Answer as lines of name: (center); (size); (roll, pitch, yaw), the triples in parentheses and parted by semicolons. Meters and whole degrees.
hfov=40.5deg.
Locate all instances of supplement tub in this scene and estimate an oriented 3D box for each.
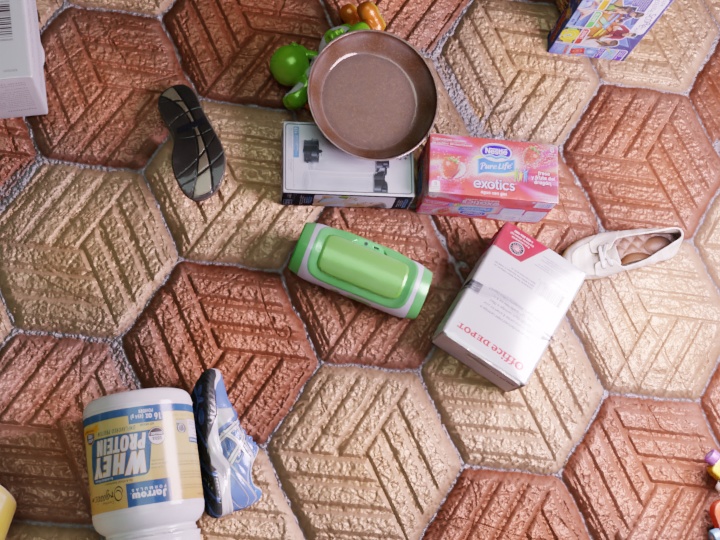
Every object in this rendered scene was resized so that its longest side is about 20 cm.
supplement tub: (-0.280, 0.264, 1.270); (0.143, 0.145, 0.202); (-8, 76, -10)

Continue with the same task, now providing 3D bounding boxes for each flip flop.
flip flop: (-0.250, -0.187, 1.451); (0.081, 0.058, 0.201); (-20, 63, -8)

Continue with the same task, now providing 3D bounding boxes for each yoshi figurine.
yoshi figurine: (-0.063, -0.340, 1.497); (0.112, 0.113, 0.200); (35, 74, 19)

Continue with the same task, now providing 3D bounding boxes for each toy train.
toy train: (0.578, 0.319, 1.434); (0.199, 0.056, 0.151); (-22, 80, -10)

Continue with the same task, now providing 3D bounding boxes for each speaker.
speaker: (0.000, 0.000, 1.417); (0.199, 0.088, 0.089); (22, 73, -2)

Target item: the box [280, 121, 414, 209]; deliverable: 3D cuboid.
box: (-0.020, -0.159, 1.470); (0.198, 0.060, 0.118); (3, 74, -8)

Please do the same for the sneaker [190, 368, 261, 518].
sneaker: (-0.187, 0.234, 1.341); (0.076, 0.076, 0.202); (-1, 74, -32)

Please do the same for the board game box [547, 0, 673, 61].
board game box: (0.387, -0.394, 1.523); (0.134, 0.200, 0.035); (5, 74, -7)

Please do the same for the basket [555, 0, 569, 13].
basket: (0.397, -0.522, 1.588); (0.141, 0.149, 0.202); (9, 74, -6)

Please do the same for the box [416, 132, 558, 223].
box: (0.190, -0.137, 1.475); (0.198, 0.103, 0.096); (4, 74, -6)

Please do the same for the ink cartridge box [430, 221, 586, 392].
ink cartridge box: (0.216, 0.056, 1.434); (0.144, 0.084, 0.201); (33, 72, 1)

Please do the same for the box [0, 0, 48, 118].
box: (-0.566, -0.328, 1.399); (0.198, 0.131, 0.201); (-8, 76, -10)

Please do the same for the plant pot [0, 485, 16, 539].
plant pot: (-0.530, 0.342, 1.198); (0.199, 0.201, 0.190); (24, 56, -1)

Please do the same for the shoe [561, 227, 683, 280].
shoe: (0.404, -0.033, 1.502); (0.198, 0.053, 0.071); (-12, 77, -12)

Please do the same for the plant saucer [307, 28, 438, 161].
plant saucer: (0.017, -0.255, 1.444); (0.198, 0.037, 0.202); (2, 80, -11)
